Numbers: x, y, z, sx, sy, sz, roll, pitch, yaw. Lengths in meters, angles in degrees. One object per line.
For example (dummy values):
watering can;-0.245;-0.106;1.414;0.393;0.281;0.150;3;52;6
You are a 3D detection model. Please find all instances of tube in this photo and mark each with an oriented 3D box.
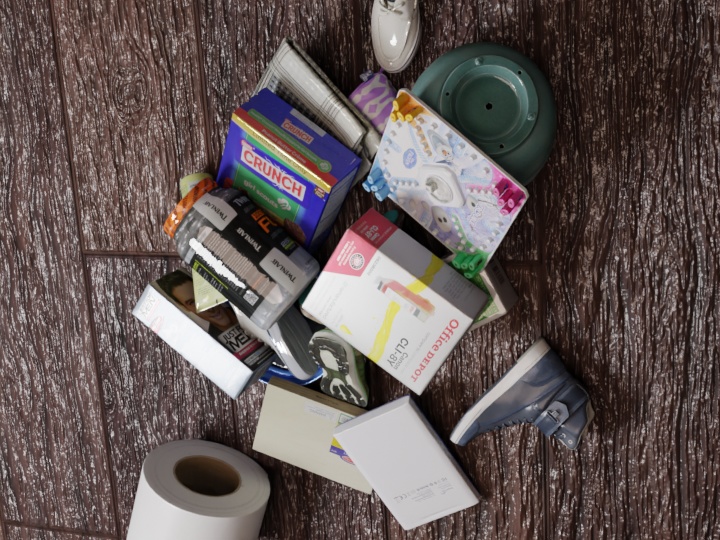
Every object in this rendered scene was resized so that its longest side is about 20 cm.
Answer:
tube;-0.223;-0.043;1.526;0.058;0.051;0.202;128;133;-57

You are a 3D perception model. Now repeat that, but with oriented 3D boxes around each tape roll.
tape roll;-0.249;0.373;1.615;0.201;0.203;0.140;21;111;14

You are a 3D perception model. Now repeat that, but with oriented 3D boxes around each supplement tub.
supplement tub;-0.164;-0.026;1.433;0.200;0.123;0.123;41;115;0

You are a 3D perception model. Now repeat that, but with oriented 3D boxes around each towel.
towel;-0.071;-0.190;1.439;0.200;0.035;0.193;47;143;3

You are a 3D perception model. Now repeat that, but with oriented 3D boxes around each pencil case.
pencil case;0.061;-0.176;1.416;0.200;0.085;0.084;50;152;2

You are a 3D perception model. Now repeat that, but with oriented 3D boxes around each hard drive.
hard drive;0.068;0.283;1.532;0.131;0.025;0.201;-26;112;23

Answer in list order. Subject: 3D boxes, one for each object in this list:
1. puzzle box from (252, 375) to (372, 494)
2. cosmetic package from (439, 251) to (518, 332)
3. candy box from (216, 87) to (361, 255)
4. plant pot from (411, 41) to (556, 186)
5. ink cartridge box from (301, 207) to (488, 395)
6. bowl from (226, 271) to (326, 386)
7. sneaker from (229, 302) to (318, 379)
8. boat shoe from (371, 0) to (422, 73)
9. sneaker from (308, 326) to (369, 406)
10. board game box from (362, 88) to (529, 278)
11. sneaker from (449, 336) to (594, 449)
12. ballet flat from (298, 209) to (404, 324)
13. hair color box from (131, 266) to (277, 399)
puzzle box;-0.057;0.248;1.577;0.198;0.025;0.134;20;121;6
cosmetic package;0.104;0.046;1.454;0.199;0.085;0.108;-30;91;23
candy box;-0.107;-0.124;1.446;0.169;0.077;0.201;38;144;8
plant pot;0.154;-0.195;1.304;0.198;0.134;0.203;0;88;2
ink cartridge box;0.046;0.041;1.372;0.199;0.083;0.146;36;121;6
bowl;-0.114;0.074;1.570;0.198;0.039;0.203;6;107;19
sneaker;-0.132;0.076;1.525;0.071;0.073;0.201;-37;81;34
boat shoe;0.047;-0.359;1.373;0.070;0.070;0.202;15;109;16
sneaker;-0.013;0.126;1.505;0.076;0.089;0.201;19;150;20
board game box;0.097;-0.101;1.302;0.200;0.026;0.200;42;152;11
sneaker;0.230;0.212;1.457;0.146;0.077;0.202;46;114;7
ballet flat;0.000;0.000;1.486;0.200;0.068;0.067;-43;117;5
hair color box;-0.224;0.089;1.540;0.199;0.099;0.061;38;115;7
